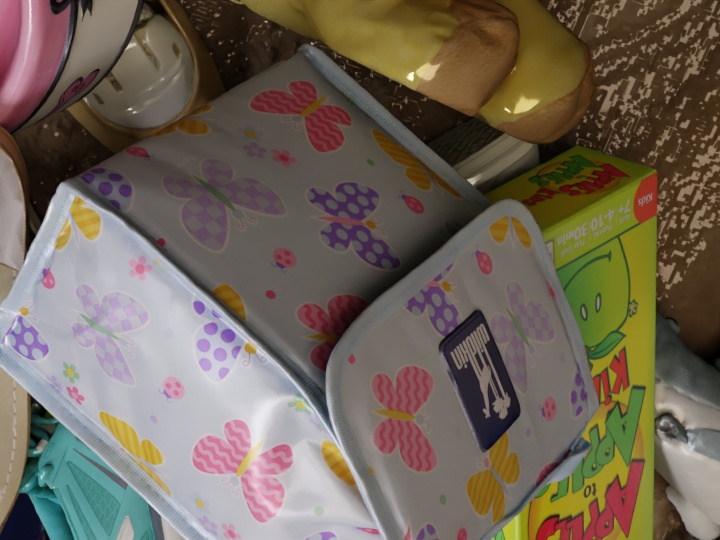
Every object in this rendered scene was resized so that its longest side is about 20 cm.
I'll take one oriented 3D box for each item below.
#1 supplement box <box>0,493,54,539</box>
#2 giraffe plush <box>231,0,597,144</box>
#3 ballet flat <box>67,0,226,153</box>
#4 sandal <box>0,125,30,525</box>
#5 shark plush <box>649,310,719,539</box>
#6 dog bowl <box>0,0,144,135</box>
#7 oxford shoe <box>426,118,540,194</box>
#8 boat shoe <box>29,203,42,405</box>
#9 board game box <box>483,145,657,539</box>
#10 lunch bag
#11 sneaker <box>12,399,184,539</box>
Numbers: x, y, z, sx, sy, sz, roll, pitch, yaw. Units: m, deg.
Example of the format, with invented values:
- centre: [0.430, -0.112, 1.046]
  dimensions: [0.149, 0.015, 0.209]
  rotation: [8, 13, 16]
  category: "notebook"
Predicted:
- centre: [-0.078, 0.182, 1.108]
  dimensions: [0.200, 0.109, 0.110]
  rotation: [22, 106, -16]
  category: "supplement box"
- centre: [0.028, -0.163, 0.981]
  dimensions: [0.200, 0.173, 0.162]
  rotation: [26, 95, 9]
  category: "giraffe plush"
- centre: [-0.118, -0.114, 1.014]
  dimensions: [0.069, 0.063, 0.200]
  rotation: [-33, 112, 2]
  category: "ballet flat"
- centre: [-0.169, 0.027, 0.984]
  dimensions: [0.077, 0.070, 0.212]
  rotation: [10, 114, -6]
  category: "sandal"
- centre: [0.162, 0.057, 1.137]
  dimensions: [0.200, 0.091, 0.083]
  rotation: [46, 75, -4]
  category: "shark plush"
- centre: [-0.190, -0.130, 0.949]
  dimensions: [0.200, 0.074, 0.200]
  rotation: [9, 123, 15]
  category: "dog bowl"
- centre: [0.000, 0.000, 1.070]
  dimensions: [0.200, 0.075, 0.058]
  rotation: [-30, 111, -1]
  category: "oxford shoe"
- centre: [-0.165, 0.016, 1.055]
  dimensions: [0.072, 0.065, 0.200]
  rotation: [-31, 111, 7]
  category: "boat shoe"
- centre: [0.084, 0.057, 1.061]
  dimensions: [0.102, 0.048, 0.200]
  rotation: [-28, 125, -40]
  category: "board game box"
- centre: [-0.011, 0.027, 0.926]
  dimensions: [0.200, 0.170, 0.127]
  rotation: [44, 130, 10]
  category: "lunch bag"
- centre: [-0.111, 0.070, 1.006]
  dimensions: [0.080, 0.078, 0.200]
  rotation: [-1, 75, -14]
  category: "sneaker"
